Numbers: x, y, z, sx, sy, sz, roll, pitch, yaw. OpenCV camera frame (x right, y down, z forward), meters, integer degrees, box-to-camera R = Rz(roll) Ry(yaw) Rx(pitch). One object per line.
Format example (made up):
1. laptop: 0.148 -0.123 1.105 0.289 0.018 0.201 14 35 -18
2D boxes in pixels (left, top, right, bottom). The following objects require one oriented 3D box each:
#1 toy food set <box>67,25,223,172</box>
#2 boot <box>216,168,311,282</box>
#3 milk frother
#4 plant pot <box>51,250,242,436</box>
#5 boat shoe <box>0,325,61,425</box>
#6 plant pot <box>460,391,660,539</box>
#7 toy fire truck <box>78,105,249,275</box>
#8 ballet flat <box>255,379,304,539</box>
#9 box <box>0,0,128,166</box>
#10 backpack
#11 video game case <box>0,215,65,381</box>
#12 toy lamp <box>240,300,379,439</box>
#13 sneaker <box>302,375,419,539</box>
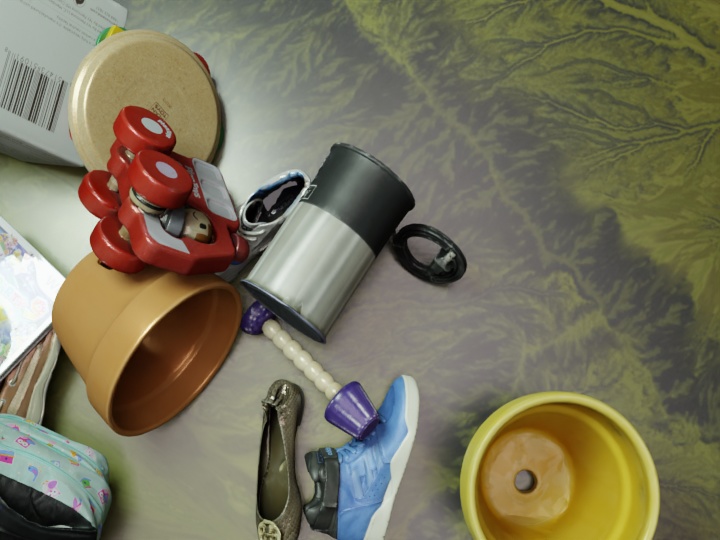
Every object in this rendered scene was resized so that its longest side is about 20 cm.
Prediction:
1. toy food set: -0.246 -0.180 1.045 0.198 0.048 0.202 31 76 -36
2. boot: -0.139 -0.052 1.053 0.199 0.096 0.074 -40 85 -6
3. milk frother: 0.000 0.000 1.010 0.198 0.181 0.190 33 79 9
4. plant pot: -0.247 0.061 0.999 0.139 0.200 0.201 35 82 21
5. boat shoe: -0.390 0.104 1.026 0.071 0.075 0.205 14 80 -29
6. plant pot: 0.200 0.236 0.979 0.195 0.189 0.206 0 82 -2
7. toy fire truck: -0.196 -0.070 0.952 0.113 0.166 0.202 -52 43 24
8. ballet flat: -0.098 0.228 1.031 0.066 0.046 0.205 -2 78 33
9. box: -0.394 -0.245 1.003 0.128 0.198 0.205 8 80 33
10. backpack: -0.367 0.242 0.963 0.197 0.128 0.167 27 126 -20
11. video game case: -0.431 0.053 0.998 0.143 0.018 0.201 40 75 9
12. toy lamp: -0.058 0.114 1.026 0.199 0.058 0.058 41 83 24
13. sneaker: -0.005 0.210 1.032 0.109 0.077 0.204 17 88 -9
